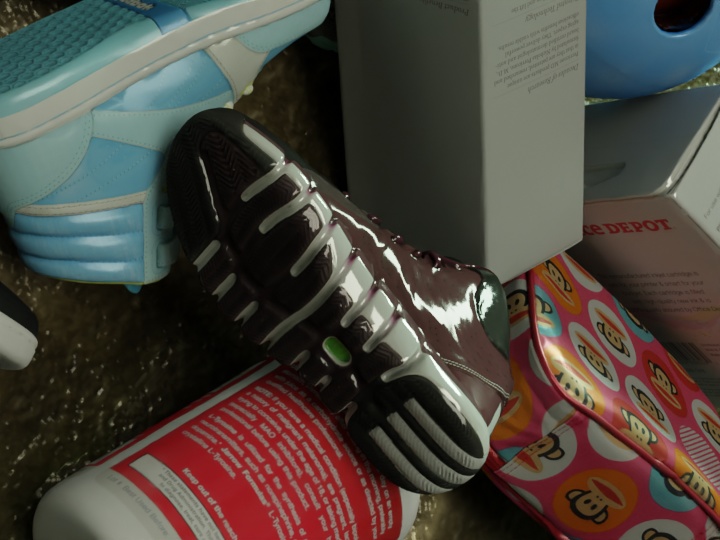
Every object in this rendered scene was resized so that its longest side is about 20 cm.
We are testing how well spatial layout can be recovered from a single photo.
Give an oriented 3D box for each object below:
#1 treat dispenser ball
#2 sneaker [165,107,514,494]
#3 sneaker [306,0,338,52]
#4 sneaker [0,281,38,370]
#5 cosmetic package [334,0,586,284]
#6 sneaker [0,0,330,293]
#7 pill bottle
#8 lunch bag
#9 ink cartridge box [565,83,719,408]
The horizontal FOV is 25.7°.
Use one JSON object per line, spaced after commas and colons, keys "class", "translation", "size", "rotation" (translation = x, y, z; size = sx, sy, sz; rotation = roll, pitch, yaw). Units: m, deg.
{"class": "treat dispenser ball", "translation": [0.139, -0.197, 0.868], "size": [0.199, 0.200, 0.204], "rotation": [6, 79, -34]}
{"class": "sneaker", "translation": [0.000, 0.000, 0.730], "size": [0.201, 0.075, 0.115], "rotation": [53, 35, -3]}
{"class": "sneaker", "translation": [0.003, -0.218, 0.829], "size": [0.077, 0.091, 0.203], "rotation": [10, 83, -9]}
{"class": "sneaker", "translation": [-0.205, -0.049, 0.679], "size": [0.199, 0.073, 0.113], "rotation": [35, 66, -25]}
{"class": "cosmetic package", "translation": [0.050, -0.104, 0.798], "size": [0.081, 0.112, 0.202], "rotation": [-28, 129, -32]}
{"class": "sneaker", "translation": [-0.090, -0.067, 0.743], "size": [0.199, 0.079, 0.132], "rotation": [-27, 124, -23]}
{"class": "pill bottle", "translation": [-0.045, 0.107, 0.746], "size": [0.199, 0.112, 0.113], "rotation": [-30, 100, -34]}
{"class": "lunch bag", "translation": [0.130, 0.071, 0.870], "size": [0.200, 0.082, 0.177], "rotation": [42, 27, -23]}
{"class": "ink cartridge box", "translation": [0.208, -0.007, 0.918], "size": [0.200, 0.147, 0.086], "rotation": [44, 68, -23]}
